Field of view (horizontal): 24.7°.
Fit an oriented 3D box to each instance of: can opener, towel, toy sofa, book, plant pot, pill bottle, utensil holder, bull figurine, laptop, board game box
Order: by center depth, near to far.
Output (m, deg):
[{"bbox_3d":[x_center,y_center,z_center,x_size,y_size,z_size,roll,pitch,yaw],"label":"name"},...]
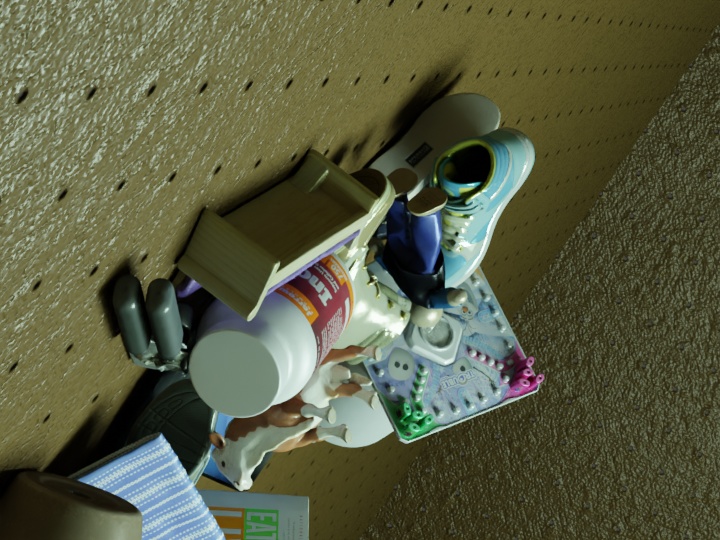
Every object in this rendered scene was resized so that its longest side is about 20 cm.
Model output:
[{"bbox_3d":[-0.172,0.038,1.381,0.200,0.053,0.067,95,2,-68],"label":"can opener"},{"bbox_3d":[-0.263,0.269,1.384,0.200,0.200,0.175,24,86,-78],"label":"plant pot"},{"bbox_3d":[-0.075,-0.023,1.458,0.200,0.083,0.098,-36,158,-56],"label":"toy sofa"},{"bbox_3d":[-0.082,0.054,1.503,0.113,0.113,0.200,-59,178,26],"label":"pill bottle"},{"bbox_3d":[-0.212,0.243,1.522,0.145,0.024,0.200,-28,136,-6],"label":"towel"},{"bbox_3d":[-0.059,0.131,1.554,0.200,0.121,0.065,-55,136,-51],"label":"bull figurine"},{"bbox_3d":[-0.144,0.144,1.626,0.177,0.103,0.200,-56,168,14],"label":"laptop"},{"bbox_3d":[-0.153,0.284,1.659,0.048,0.199,0.134,100,-8,-47],"label":"book"},{"bbox_3d":[0.084,0.067,1.803,0.200,0.200,0.026,-17,164,-34],"label":"board game box"},{"bbox_3d":[0.021,0.099,1.893,0.170,0.170,0.200,-44,179,-37],"label":"utensil holder"}]

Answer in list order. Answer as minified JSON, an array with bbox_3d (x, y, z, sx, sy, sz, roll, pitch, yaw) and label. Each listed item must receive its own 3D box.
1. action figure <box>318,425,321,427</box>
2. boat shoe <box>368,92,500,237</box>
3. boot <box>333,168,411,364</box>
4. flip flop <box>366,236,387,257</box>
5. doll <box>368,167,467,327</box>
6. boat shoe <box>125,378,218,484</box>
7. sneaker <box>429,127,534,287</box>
[{"bbox_3d":[-0.099,0.133,1.747,0.119,0.102,0.200,28,96,-33],"label":"action figure"},{"bbox_3d":[0.067,-0.115,1.792,0.200,0.075,0.093,-36,166,-29],"label":"boat shoe"},{"bbox_3d":[0.000,0.000,1.661,0.154,0.072,0.200,27,109,-39],"label":"boot"},{"bbox_3d":[0.047,-0.050,1.912,0.200,0.058,0.081,-36,160,-55],"label":"flip flop"},{"bbox_3d":[0.062,-0.009,1.705,0.048,0.136,0.200,-38,146,-26],"label":"doll"},{"bbox_3d":[-0.184,0.183,1.566,0.202,0.074,0.065,-68,173,24],"label":"boat shoe"},{"bbox_3d":[0.096,-0.062,1.725,0.130,0.079,0.200,-9,129,-63],"label":"sneaker"}]
